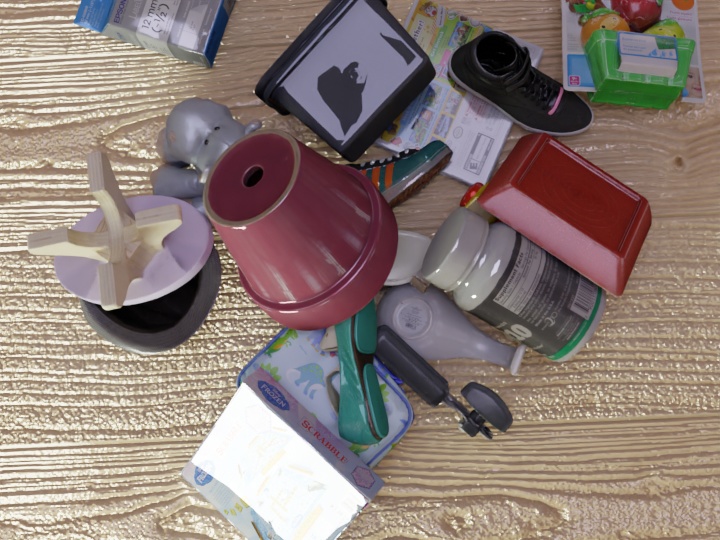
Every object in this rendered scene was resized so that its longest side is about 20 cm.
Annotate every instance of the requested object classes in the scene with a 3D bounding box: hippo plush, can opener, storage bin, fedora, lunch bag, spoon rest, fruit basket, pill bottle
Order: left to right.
[{"bbox_3d":[-0.253,0.018,1.452,0.198,0.090,0.178,22,82,17],"label":"fedora"},{"bbox_3d":[-0.182,-0.122,1.432,0.200,0.161,0.160,41,86,6],"label":"hippo plush"},{"bbox_3d":[-0.039,0.157,1.433,0.161,0.082,0.200,-44,83,-2],"label":"lunch bag"},{"bbox_3d":[-0.007,-0.235,1.440,0.200,0.146,0.134,-45,78,4],"label":"storage bin"},{"bbox_3d":[0.096,0.135,1.428,0.199,0.053,0.067,39,97,-4],"label":"can opener"},{"bbox_3d":[0.111,0.080,1.455,0.198,0.061,0.100,21,86,18],"label":"spoon rest"},{"bbox_3d":[0.179,0.014,1.370,0.199,0.113,0.114,30,85,-13],"label":"pill bottle"},{"bbox_3d":[0.342,-0.308,1.463,0.183,0.094,0.202,6,74,-7],"label":"fruit basket"}]

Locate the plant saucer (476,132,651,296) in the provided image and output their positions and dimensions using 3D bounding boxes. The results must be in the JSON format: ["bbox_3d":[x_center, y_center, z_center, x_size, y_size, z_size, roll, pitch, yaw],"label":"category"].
[{"bbox_3d":[0.257,-0.081,1.401,0.199,0.200,0.037,34,128,4],"label":"plant saucer"}]

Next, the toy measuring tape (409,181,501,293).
[{"bbox_3d":[0.135,-0.046,1.449,0.073,0.074,0.200,40,82,6],"label":"toy measuring tape"}]

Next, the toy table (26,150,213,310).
[{"bbox_3d":[-0.283,-0.034,1.363,0.198,0.117,0.185,-23,73,6],"label":"toy table"}]

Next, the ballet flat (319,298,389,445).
[{"bbox_3d":[-0.014,0.105,1.372,0.070,0.067,0.202,-11,78,21],"label":"ballet flat"}]

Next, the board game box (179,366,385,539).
[{"bbox_3d":[-0.097,0.246,1.386,0.199,0.041,0.200,42,128,6],"label":"board game box"}]

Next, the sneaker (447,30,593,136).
[{"bbox_3d":[0.205,-0.227,1.436,0.199,0.099,0.071,26,83,-4],"label":"sneaker"}]

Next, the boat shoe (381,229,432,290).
[{"bbox_3d":[-0.001,-0.003,1.460,0.199,0.060,0.073,-9,74,-6],"label":"boat shoe"}]

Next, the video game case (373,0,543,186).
[{"bbox_3d":[0.115,-0.228,1.502,0.180,0.023,0.202,23,86,5],"label":"video game case"}]

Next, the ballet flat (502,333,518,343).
[{"bbox_3d":[0.204,-0.011,1.454,0.066,0.057,0.202,9,84,2],"label":"ballet flat"}]

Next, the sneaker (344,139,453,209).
[{"bbox_3d":[0.019,-0.113,1.462,0.199,0.071,0.080,-34,80,6],"label":"sneaker"}]

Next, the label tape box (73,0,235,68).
[{"bbox_3d":[-0.266,-0.364,1.513,0.198,0.066,0.145,18,84,3],"label":"label tape box"}]

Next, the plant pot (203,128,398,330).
[{"bbox_3d":[-0.080,-0.058,1.332,0.198,0.179,0.202,-15,55,23],"label":"plant pot"}]
